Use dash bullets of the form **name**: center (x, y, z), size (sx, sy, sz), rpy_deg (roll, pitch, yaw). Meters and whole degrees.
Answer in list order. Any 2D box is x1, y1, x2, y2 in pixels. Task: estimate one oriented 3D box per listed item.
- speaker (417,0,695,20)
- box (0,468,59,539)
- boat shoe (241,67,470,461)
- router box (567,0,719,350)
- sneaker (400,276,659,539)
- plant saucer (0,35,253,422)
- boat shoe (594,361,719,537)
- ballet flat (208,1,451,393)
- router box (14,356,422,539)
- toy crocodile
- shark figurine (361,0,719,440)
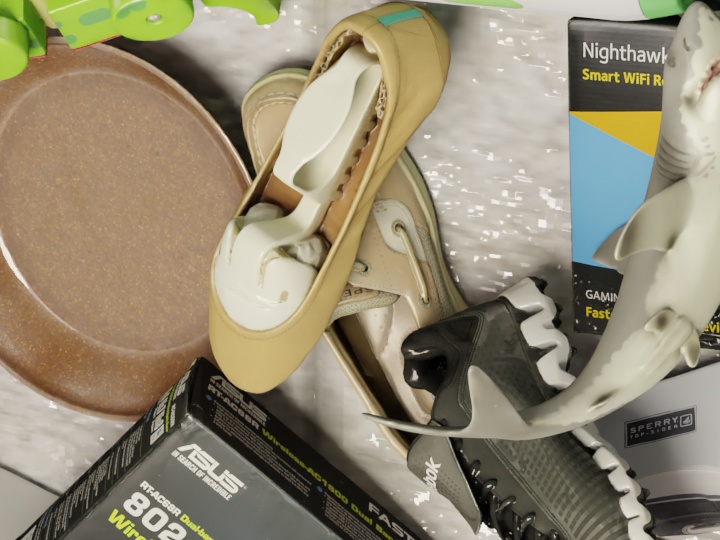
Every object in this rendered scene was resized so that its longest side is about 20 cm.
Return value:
- **speaker**: center (0.047, -0.156, 1.014), size (0.199, 0.088, 0.089), rpy_deg (8, 115, 20)
- **box**: center (-0.262, 0.203, 1.235), size (0.199, 0.199, 0.172), rpy_deg (25, 119, 9)
- **boat shoe**: center (0.000, 0.000, 1.113), size (0.072, 0.065, 0.201), rpy_deg (-21, 102, 29)
- **router box**: center (0.190, -0.037, 1.022), size (0.199, 0.051, 0.150), rpy_deg (6, 114, 22)
- **sneaker**: center (0.069, 0.092, 1.038), size (0.090, 0.201, 0.067), rpy_deg (-13, 141, -10)
- **plant saucer**: center (-0.126, -0.023, 1.169), size (0.199, 0.037, 0.202), rpy_deg (10, 115, 23)
- **boat shoe**: center (0.169, 0.088, 1.080), size (0.199, 0.072, 0.068), rpy_deg (-14, 142, 28)
- **ballet flat**: center (-0.029, -0.032, 1.053), size (0.068, 0.063, 0.201), rpy_deg (35, 111, 24)
- **router box**: center (-0.057, 0.162, 1.169), size (0.200, 0.062, 0.150), rpy_deg (40, 111, -15)
- **toy crocodile**: center (-0.134, -0.127, 1.094), size (0.199, 0.062, 0.068), rpy_deg (-12, 63, 7)
- **shark figurine**: center (0.107, 0.008, 0.992), size (0.128, 0.215, 0.089), rpy_deg (42, 167, -29)
